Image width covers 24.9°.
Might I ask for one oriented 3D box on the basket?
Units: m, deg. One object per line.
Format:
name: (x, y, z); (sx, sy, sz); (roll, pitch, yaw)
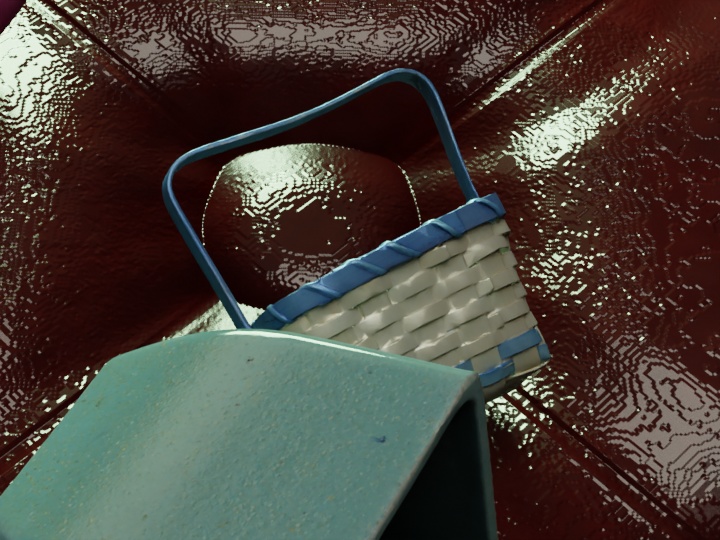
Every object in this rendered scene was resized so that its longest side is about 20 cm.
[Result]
basket: (0.000, 0.000, 0.925); (0.175, 0.139, 0.201); (-23, 87, -19)

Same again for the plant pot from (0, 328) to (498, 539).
plant pot: (-0.064, 0.146, 0.803); (0.199, 0.197, 0.197); (19, 54, 25)

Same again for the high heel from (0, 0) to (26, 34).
high heel: (-0.281, -0.128, 1.064); (0.199, 0.068, 0.096); (-36, 51, -20)
